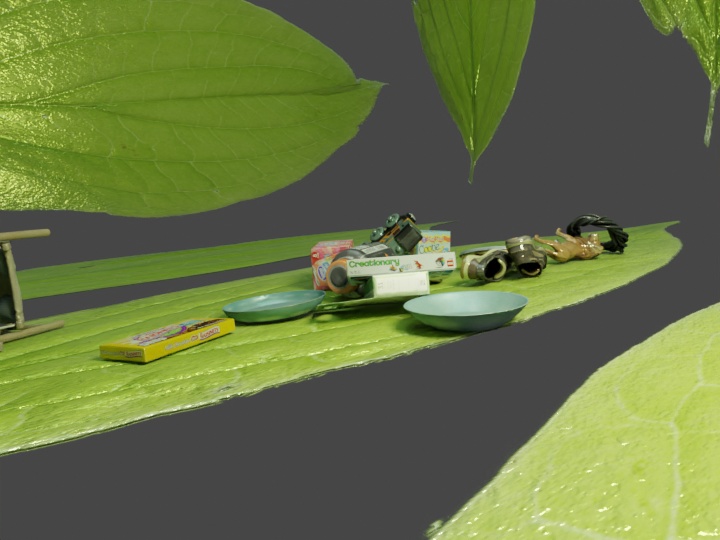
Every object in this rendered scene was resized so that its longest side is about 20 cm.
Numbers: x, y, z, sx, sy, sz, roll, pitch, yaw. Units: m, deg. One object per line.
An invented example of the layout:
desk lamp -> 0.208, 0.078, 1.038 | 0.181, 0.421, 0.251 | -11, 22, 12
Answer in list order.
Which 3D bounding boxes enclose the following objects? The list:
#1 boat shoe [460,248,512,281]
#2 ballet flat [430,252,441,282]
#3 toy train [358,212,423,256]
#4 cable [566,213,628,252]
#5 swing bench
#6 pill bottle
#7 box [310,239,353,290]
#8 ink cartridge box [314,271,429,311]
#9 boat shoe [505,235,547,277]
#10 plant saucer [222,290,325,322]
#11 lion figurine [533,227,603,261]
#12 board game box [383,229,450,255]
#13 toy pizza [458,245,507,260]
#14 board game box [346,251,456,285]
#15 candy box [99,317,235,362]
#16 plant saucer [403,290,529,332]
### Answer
boat shoe -> 0.298, -0.005, 1.391 | 0.065, 0.074, 0.199 | 19, 21, 37
ballet flat -> 0.167, -0.001, 1.474 | 0.067, 0.068, 0.200 | -22, -3, 17
toy train -> 0.070, -0.062, 1.567 | 0.200, 0.085, 0.114 | -43, 27, 6
cable -> 0.644, -0.094, 1.676 | 0.162, 0.051, 0.200 | 21, -14, 19
swing bench -> -0.671, 0.031, 1.132 | 0.129, 0.200, 0.200 | -3, 7, 8
pill bottle -> 0.000, 0.000, 1.346 | 0.106, 0.107, 0.200 | -1, 9, 26
box -> -0.065, -0.018, 1.533 | 0.094, 0.103, 0.200 | -4, 8, 3
ink cartridge box -> 0.016, 0.041, 1.134 | 0.199, 0.048, 0.146 | -3, -8, -7
boat shoe -> 0.383, -0.020, 1.419 | 0.074, 0.074, 0.200 | -14, -19, 30
plant saucer -> -0.163, 0.069, 1.184 | 0.199, 0.028, 0.200 | -8, 6, 1
lion figurine -> 0.537, -0.055, 1.610 | 0.199, 0.073, 0.122 | -22, 44, -34
board game box -> 0.149, -0.059, 1.696 | 0.104, 0.104, 0.200 | -2, 6, -26
toy pizza -> 0.350, -0.032, 1.561 | 0.199, 0.032, 0.200 | 0, -7, 0
board game box -> 0.075, -0.001, 1.170 | 0.199, 0.035, 0.126 | -4, -9, 0
candy box -> -0.307, 0.109, 1.001 | 0.102, 0.027, 0.200 | -4, 7, 29
plant saucer -> 0.170, 0.068, 0.994 | 0.200, 0.039, 0.201 | -4, 7, 0
